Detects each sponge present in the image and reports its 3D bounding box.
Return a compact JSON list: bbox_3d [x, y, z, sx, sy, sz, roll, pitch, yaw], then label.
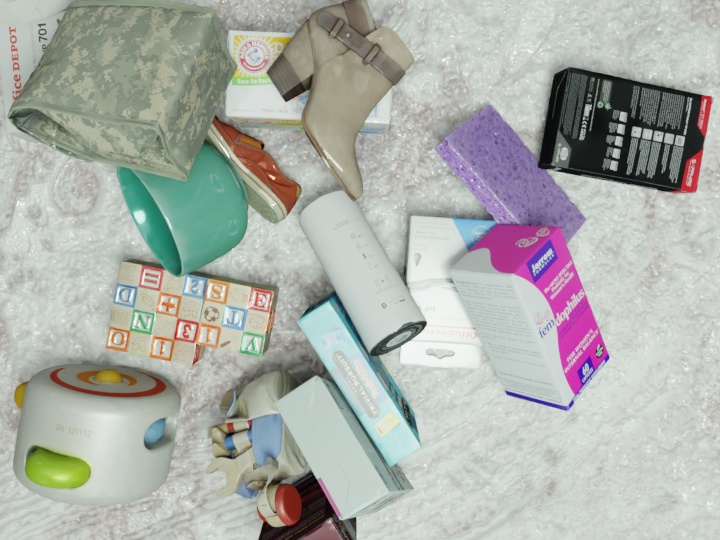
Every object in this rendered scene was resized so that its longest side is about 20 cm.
[{"bbox_3d":[0.193,-0.108,0.897,0.200,0.030,0.112,49,53,-1],"label":"sponge"}]

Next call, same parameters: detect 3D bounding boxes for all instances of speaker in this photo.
[{"bbox_3d":[0.000,0.000,0.877,0.081,0.081,0.200,-31,70,2],"label":"speaker"}]

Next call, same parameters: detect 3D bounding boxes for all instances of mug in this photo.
[{"bbox_3d":[-0.217,-0.097,0.872,0.114,0.152,0.185,-30,83,-25],"label":"mug"}]

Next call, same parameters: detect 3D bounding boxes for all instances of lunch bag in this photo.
[{"bbox_3d":[-0.263,-0.205,0.778,0.200,0.118,0.164,13,68,11],"label":"lunch bag"}]

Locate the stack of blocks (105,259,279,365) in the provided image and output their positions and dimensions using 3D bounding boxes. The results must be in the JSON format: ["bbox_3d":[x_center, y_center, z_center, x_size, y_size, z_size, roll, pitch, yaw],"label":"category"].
[{"bbox_3d":[-0.216,0.061,0.926,0.200,0.059,0.115,11,93,0],"label":"stack of blocks"}]

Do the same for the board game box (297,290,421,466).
[{"bbox_3d":[0.000,0.125,0.881,0.047,0.151,0.200,-32,92,3],"label":"board game box"}]

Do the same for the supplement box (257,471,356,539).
[{"bbox_3d":[-0.063,0.311,0.867,0.109,0.200,0.061,-32,93,2],"label":"supplement box"}]

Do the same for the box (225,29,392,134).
[{"bbox_3d":[-0.060,-0.230,0.882,0.199,0.112,0.102,3,94,2],"label":"box"}]

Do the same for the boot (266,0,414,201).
[{"bbox_3d":[-0.004,-0.199,0.794,0.146,0.070,0.200,-33,96,2],"label":"boot"}]

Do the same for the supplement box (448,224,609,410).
[{"bbox_3d":[0.205,0.054,0.853,0.101,0.103,0.200,-42,116,-27],"label":"supplement box"}]

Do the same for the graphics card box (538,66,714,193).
[{"bbox_3d":[0.335,-0.174,0.899,0.200,0.051,0.126,8,94,-10],"label":"graphics card box"}]

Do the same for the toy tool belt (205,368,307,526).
[{"bbox_3d":[-0.131,0.225,0.878,0.123,0.200,0.125,-20,137,21],"label":"toy tool belt"}]

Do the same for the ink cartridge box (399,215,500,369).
[{"bbox_3d":[0.113,0.032,0.917,0.116,0.067,0.201,3,93,-1],"label":"ink cartridge box"}]

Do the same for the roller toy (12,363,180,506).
[{"bbox_3d":[-0.321,0.189,0.874,0.182,0.200,0.140,9,94,-35],"label":"roller toy"}]

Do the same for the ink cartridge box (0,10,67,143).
[{"bbox_3d":[-0.339,-0.246,0.899,0.199,0.086,0.147,-5,93,-1],"label":"ink cartridge box"}]

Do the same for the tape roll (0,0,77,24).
[{"bbox_3d":[-0.414,-0.394,0.873,0.202,0.037,0.203,-1,66,3],"label":"tape roll"}]

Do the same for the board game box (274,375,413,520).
[{"bbox_3d":[-0.012,0.212,0.841,0.064,0.200,0.148,-34,69,2],"label":"board game box"}]

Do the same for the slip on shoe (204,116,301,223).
[{"bbox_3d":[-0.155,-0.149,0.916,0.200,0.074,0.061,45,66,1],"label":"slip on shoe"}]
